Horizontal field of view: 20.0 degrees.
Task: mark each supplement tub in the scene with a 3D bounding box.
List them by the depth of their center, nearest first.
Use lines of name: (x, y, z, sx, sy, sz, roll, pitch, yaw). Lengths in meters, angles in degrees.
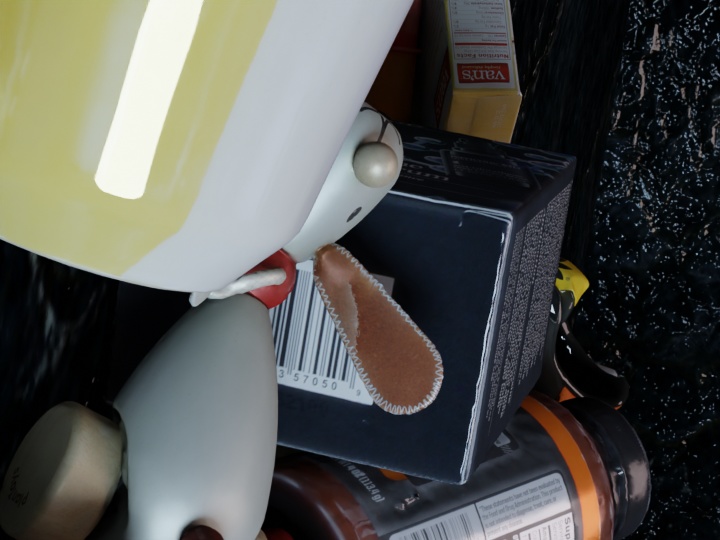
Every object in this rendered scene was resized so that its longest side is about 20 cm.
supplement tub: (0.040, 0.114, 0.912, 0.199, 0.107, 0.108, -15, 121, -40)

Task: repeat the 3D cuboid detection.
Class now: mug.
mug: (-0.069, -0.085, 0.543, 0.149, 0.185, 0.154, 39, -68, 66)

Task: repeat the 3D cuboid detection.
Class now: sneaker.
sneaker: (0.061, -0.002, 0.991, 0.201, 0.089, 0.070, 61, 27, -22)

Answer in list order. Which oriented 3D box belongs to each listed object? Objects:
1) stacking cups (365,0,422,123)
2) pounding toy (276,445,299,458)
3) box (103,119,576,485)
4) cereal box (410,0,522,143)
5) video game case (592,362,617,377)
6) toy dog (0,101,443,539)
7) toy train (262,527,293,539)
stacking cups: (-0.001, -0.055, 1.041, 0.060, 0.060, 0.202, -28, 124, -76)
pounding toy: (0.005, 0.134, 1.118, 0.200, 0.141, 0.186, -57, 146, -59)
box: (0.000, 0.000, 0.850, 0.200, 0.147, 0.108, -35, 136, -75)
cereal box: (0.049, -0.129, 1.068, 0.144, 0.039, 0.202, 99, -11, -58)
video game case: (0.085, 0.177, 1.067, 0.183, 0.022, 0.201, 98, 13, -50)
toy dog: (-0.038, 0.034, 0.683, 0.096, 0.131, 0.202, 13, -87, 58)
toy train: (-0.040, 0.186, 0.761, 0.200, 0.084, 0.117, -134, -146, -68)
